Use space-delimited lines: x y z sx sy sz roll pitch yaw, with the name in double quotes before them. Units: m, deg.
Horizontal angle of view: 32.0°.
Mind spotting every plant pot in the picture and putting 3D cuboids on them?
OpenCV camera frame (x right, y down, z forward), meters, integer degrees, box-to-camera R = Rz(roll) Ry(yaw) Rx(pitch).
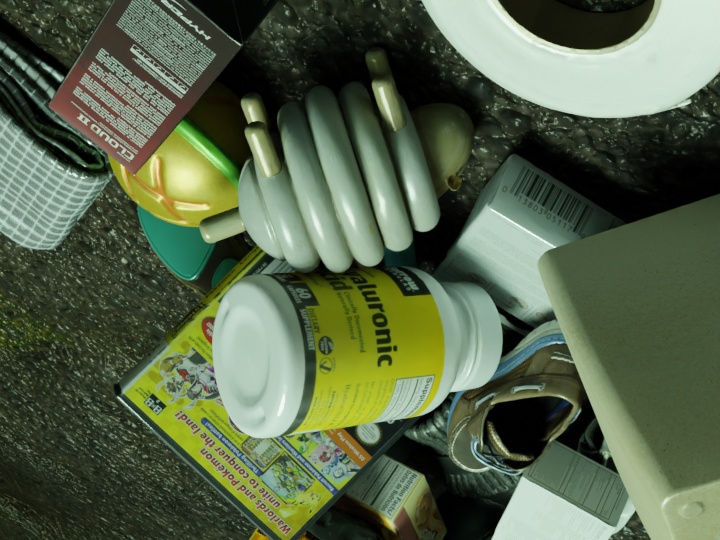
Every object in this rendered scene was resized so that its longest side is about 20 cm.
"plant pot" 0.236 0.088 0.748 0.197 0.178 0.201 -18 130 13

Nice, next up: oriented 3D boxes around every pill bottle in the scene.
"pill bottle" 0.002 0.054 0.905 0.198 0.113 0.111 -3 166 -35

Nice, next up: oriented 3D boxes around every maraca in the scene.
"maraca" -0.139 -0.094 0.948 0.137 0.107 0.199 47 168 -24

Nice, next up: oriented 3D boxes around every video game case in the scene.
"video game case" -0.062 0.095 0.987 0.200 0.181 0.025 47 178 -24

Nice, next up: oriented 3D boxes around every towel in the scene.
"towel" -0.307 -0.117 1.061 0.199 0.086 0.165 38 146 -10

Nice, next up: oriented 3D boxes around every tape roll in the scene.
"tape roll" 0.121 -0.172 0.694 0.200 0.037 0.204 20 146 14

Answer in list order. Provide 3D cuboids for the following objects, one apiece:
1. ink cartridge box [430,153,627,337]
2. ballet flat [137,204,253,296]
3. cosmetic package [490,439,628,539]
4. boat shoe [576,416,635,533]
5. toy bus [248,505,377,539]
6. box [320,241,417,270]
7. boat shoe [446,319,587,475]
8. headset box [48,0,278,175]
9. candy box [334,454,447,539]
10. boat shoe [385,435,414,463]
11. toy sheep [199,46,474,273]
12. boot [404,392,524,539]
"ink cartridge box" 0.144 0.004 0.919 0.161 0.058 0.200 31 168 0
"ballet flat" -0.110 -0.005 1.059 0.199 0.068 0.072 37 -171 29
"cosmetic package" 0.155 0.220 1.043 0.082 0.051 0.201 29 144 12
"boat shoe" 0.211 0.140 1.013 0.063 0.071 0.201 23 139 10
"toy bus" -0.003 0.298 1.102 0.198 0.137 0.192 30 174 13
"box" 0.000 0.000 1.005 0.081 0.049 0.201 16 144 21
"boat shoe" 0.113 0.112 0.958 0.072 0.073 0.201 27 141 -4
"headset box" -0.106 -0.162 0.784 0.077 0.150 0.200 38 146 -11
"candy box" -0.023 0.191 1.150 0.198 0.056 0.116 24 154 30
"boat shoe" -0.034 0.105 1.153 0.090 0.071 0.201 1 134 46
"toy sheep" -0.017 -0.064 0.849 0.197 0.139 0.139 -17 134 6
"boot" 0.085 0.177 1.145 0.157 0.080 0.211 35 142 -12
